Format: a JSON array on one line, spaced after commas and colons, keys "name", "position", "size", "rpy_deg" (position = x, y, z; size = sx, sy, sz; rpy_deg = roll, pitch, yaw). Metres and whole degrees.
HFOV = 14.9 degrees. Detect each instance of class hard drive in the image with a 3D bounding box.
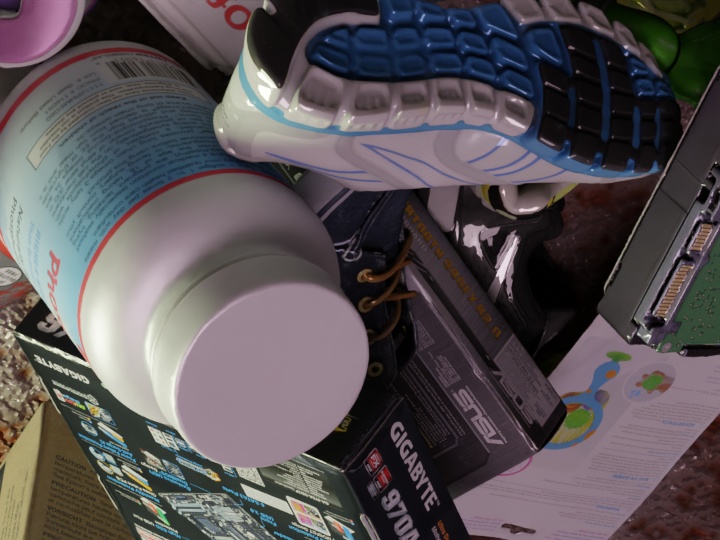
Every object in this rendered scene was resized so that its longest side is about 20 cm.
[{"name": "hard drive", "position": [0.201, -0.030, 1.147], "size": [0.199, 0.038, 0.140], "rpy_deg": [-1, 125, -42]}]

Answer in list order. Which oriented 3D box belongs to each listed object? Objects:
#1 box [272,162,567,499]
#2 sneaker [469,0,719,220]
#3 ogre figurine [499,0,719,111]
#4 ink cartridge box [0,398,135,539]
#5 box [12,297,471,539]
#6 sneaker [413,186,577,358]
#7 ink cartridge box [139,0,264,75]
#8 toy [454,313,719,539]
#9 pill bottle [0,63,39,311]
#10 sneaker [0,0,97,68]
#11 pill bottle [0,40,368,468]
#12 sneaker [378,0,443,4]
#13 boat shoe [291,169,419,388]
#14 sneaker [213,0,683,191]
[{"name": "box", "position": [-0.023, 0.030, 1.291], "size": [0.158, 0.048, 0.200], "rpy_deg": [-32, 98, 33]}, {"name": "sneaker", "position": [0.119, -0.101, 1.219], "size": [0.075, 0.077, 0.200], "rpy_deg": [28, 110, -18]}, {"name": "ogre figurine", "position": [0.162, -0.146, 1.143], "size": [0.120, 0.200, 0.098], "rpy_deg": [41, 163, 11]}, {"name": "ink cartridge box", "position": [-0.097, 0.180, 1.394], "size": [0.199, 0.165, 0.075], "rpy_deg": [26, 127, -18]}, {"name": "box", "position": [-0.045, 0.090, 1.210], "size": [0.199, 0.046, 0.159], "rpy_deg": [19, 148, 37]}, {"name": "sneaker", "position": [0.058, 0.032, 1.340], "size": [0.090, 0.067, 0.201], "rpy_deg": [6, 126, -1]}, {"name": "ink cartridge box", "position": [-0.026, -0.196, 1.151], "size": [0.199, 0.085, 0.146], "rpy_deg": [-32, 122, 21]}, {"name": "toy", "position": [0.123, 0.059, 1.365], "size": [0.115, 0.047, 0.200], "rpy_deg": [13, 132, -34]}, {"name": "pill bottle", "position": [-0.223, -0.013, 1.275], "size": [0.199, 0.116, 0.116], "rpy_deg": [-31, 122, 23]}, {"name": "sneaker", "position": [-0.196, -0.135, 1.205], "size": [0.199, 0.088, 0.081], "rpy_deg": [11, 107, 18]}, {"name": "pill bottle", "position": [-0.075, -0.006, 1.116], "size": [0.108, 0.200, 0.109], "rpy_deg": [-13, 123, -21]}, {"name": "sneaker", "position": [0.052, -0.147, 1.086], "size": [0.081, 0.077, 0.200], "rpy_deg": [34, 121, -14]}, {"name": "boat shoe", "position": [0.000, 0.000, 1.201], "size": [0.091, 0.071, 0.200], "rpy_deg": [41, 130, 0]}, {"name": "sneaker", "position": [0.033, -0.064, 1.098], "size": [0.199, 0.075, 0.087], "rpy_deg": [8, 151, -24]}]
